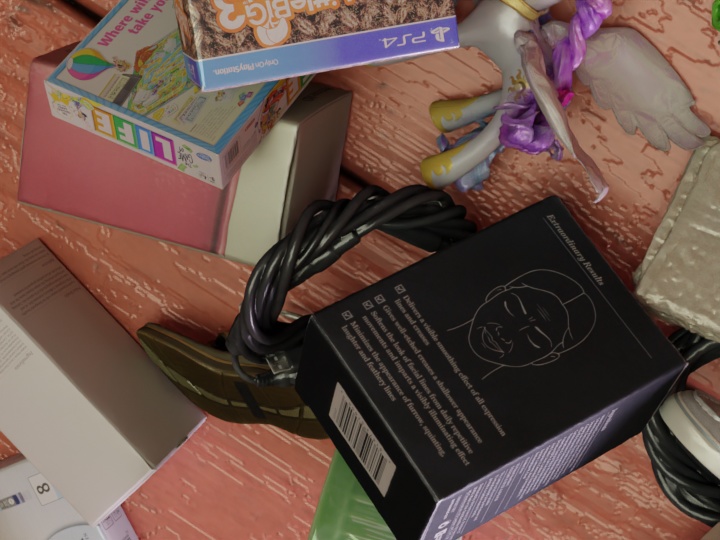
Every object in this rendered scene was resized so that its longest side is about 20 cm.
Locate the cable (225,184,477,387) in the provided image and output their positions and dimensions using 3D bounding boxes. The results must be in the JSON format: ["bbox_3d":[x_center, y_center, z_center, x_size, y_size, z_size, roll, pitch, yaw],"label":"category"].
[{"bbox_3d":[0.000,0.000,1.098,0.051,0.200,0.163,53,151,34],"label":"cable"}]

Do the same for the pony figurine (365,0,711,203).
[{"bbox_3d":[0.113,-0.131,1.047,0.200,0.166,0.193,-29,88,39],"label":"pony figurine"}]

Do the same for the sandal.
[{"bbox_3d":[-0.082,0.075,1.201,0.200,0.054,0.080,11,139,35],"label":"sandal"}]

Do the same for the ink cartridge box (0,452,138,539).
[{"bbox_3d":[-0.282,0.240,1.328,0.200,0.047,0.160,-24,98,21],"label":"ink cartridge box"}]

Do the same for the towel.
[{"bbox_3d":[0.289,0.002,1.049,0.200,0.034,0.133,26,87,15],"label":"towel"}]

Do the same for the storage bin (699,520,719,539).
[{"bbox_3d":[0.281,0.286,1.107,0.198,0.094,0.200,35,128,1],"label":"storage bin"}]

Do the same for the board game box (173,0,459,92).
[{"bbox_3d":[-0.040,-0.221,0.959,0.159,0.097,0.200,-12,103,-8],"label":"board game box"}]

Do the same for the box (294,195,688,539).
[{"bbox_3d":[0.081,0.069,1.048,0.149,0.200,0.107,55,157,22],"label":"box"}]

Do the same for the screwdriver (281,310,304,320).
[{"bbox_3d":[0.031,0.060,1.180,0.200,0.029,0.028,15,110,7],"label":"screwdriver"}]

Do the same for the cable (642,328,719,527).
[{"bbox_3d":[0.280,0.114,1.108,0.200,0.051,0.163,27,118,5],"label":"cable"}]

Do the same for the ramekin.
[{"bbox_3d":[0.020,0.191,1.140,0.098,0.200,0.200,15,111,5],"label":"ramekin"}]

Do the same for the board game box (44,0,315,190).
[{"bbox_3d":[-0.095,-0.155,1.065,0.134,0.200,0.034,24,147,18],"label":"board game box"}]

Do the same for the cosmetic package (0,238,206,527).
[{"bbox_3d":[-0.227,0.084,1.232,0.085,0.108,0.200,-42,89,24],"label":"cosmetic package"}]

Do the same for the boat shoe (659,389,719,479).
[{"bbox_3d":[0.292,0.124,1.039,0.201,0.070,0.072,32,108,-1],"label":"boat shoe"}]

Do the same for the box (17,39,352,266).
[{"bbox_3d":[-0.123,-0.088,1.133,0.200,0.128,0.109,14,110,12],"label":"box"}]

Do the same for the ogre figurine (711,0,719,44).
[{"bbox_3d":[0.316,-0.147,0.979,0.200,0.120,0.098,23,112,10],"label":"ogre figurine"}]
